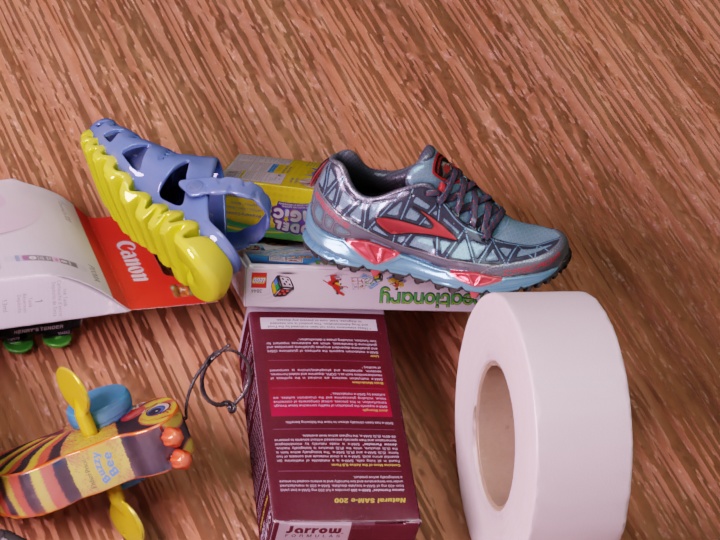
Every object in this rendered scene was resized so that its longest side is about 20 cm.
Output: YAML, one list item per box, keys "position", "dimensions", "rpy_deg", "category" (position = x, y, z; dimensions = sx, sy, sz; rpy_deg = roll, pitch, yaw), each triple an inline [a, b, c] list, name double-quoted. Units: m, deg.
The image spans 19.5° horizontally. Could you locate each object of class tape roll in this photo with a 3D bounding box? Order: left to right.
- position: [0.125, 0.114, 1.473]
  dimensions: [0.070, 0.203, 0.203]
  rpy_deg: [-1, 49, -12]
  category: "tape roll"

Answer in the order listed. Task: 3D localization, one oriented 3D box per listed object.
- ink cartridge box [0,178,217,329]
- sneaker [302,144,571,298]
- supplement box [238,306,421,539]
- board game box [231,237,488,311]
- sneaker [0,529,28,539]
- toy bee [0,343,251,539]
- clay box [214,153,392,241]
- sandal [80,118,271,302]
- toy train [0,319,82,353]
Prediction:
- position: [-0.223, -0.020, 1.584]
  dimensions: [0.199, 0.057, 0.163]
  rpy_deg: [-10, 31, -15]
  category: "ink cartridge box"
- position: [0.058, -0.040, 1.530]
  dimensions: [0.199, 0.096, 0.079]
  rpy_deg: [8, 24, 4]
  category: "sneaker"
- position: [-0.026, 0.118, 1.530]
  dimensions: [0.108, 0.061, 0.201]
  rpy_deg: [2, 47, -12]
  category: "supplement box"
- position: [0.000, 0.000, 1.615]
  dimensions: [0.199, 0.035, 0.126]
  rpy_deg: [2, 13, -11]
  category: "board game box"
- position: [-0.159, 0.226, 1.406]
  dimensions: [0.200, 0.075, 0.115]
  rpy_deg: [41, 47, 10]
  category: "sneaker"
- position: [-0.163, 0.114, 1.447]
  dimensions: [0.200, 0.131, 0.109]
  rpy_deg: [-45, 21, -6]
  category: "toy bee"
- position: [-0.009, -0.050, 1.641]
  dimensions: [0.199, 0.048, 0.115]
  rpy_deg: [8, 14, 4]
  category: "clay box"
- position: [-0.136, -0.056, 1.571]
  dimensions: [0.087, 0.080, 0.200]
  rpy_deg: [-37, 54, -17]
  category: "sandal"
- position: [-0.306, 0.038, 1.554]
  dimensions: [0.199, 0.042, 0.057]
  rpy_deg: [-7, 40, -18]
  category: "toy train"
